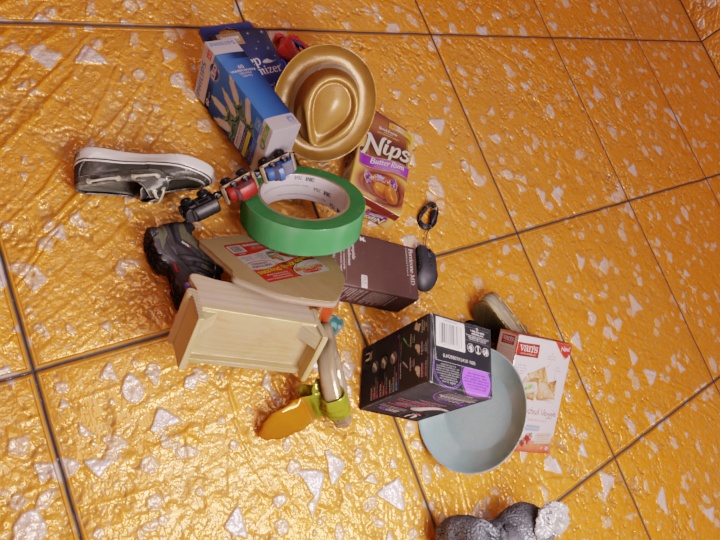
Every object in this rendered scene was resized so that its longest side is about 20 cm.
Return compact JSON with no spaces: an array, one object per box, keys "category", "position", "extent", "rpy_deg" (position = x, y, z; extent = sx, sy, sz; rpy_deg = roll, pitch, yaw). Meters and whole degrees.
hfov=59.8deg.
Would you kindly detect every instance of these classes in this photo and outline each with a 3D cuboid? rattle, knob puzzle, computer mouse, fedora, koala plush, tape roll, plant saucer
[{"category":"rattle","position":[-0.084,0.146,0.960],"extent":[0.130,0.140,0.204],"rpy_deg":[41,30,-57]},{"category":"knob puzzle","position":[-0.108,0.006,0.901],"extent":[0.214,0.031,0.221],"rpy_deg":[16,24,-7]},{"category":"computer mouse","position":[0.132,-0.051,1.197],"extent":[0.058,0.034,0.204],"rpy_deg":[23,58,-23]},{"category":"fedora","position":[-0.057,-0.275,1.067],"extent":[0.198,0.203,0.082],"rpy_deg":[26,19,-21]},{"category":"koala plush","position":[0.230,0.430,0.969],"extent":[0.197,0.178,0.186],"rpy_deg":[-22,72,-34]},{"category":"tape roll","position":[-0.091,-0.098,0.988],"extent":[0.195,0.049,0.202],"rpy_deg":[8,35,-6]},{"category":"plant saucer","position":[0.185,0.227,1.021],"extent":[0.038,0.198,0.206],"rpy_deg":[26,54,-47]}]

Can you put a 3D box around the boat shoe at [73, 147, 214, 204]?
[{"category":"boat shoe","position":[-0.311,-0.129,0.912],"extent":[0.195,0.071,0.065],"rpy_deg":[0,68,-25]}]

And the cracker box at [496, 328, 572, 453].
[{"category":"cracker box","position":[0.295,0.217,1.120],"extent":[0.131,0.057,0.205],"rpy_deg":[11,90,-27]}]

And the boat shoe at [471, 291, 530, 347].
[{"category":"boat shoe","position":[0.295,0.128,1.203],"extent":[0.066,0.073,0.202],"rpy_deg":[-40,99,-41]}]

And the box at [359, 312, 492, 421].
[{"category":"box","position":[0.098,0.157,0.975],"extent":[0.120,0.199,0.108],"rpy_deg":[18,60,-26]}]

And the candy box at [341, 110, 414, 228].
[{"category":"candy box","position":[0.031,-0.196,1.180],"extent":[0.115,0.056,0.204],"rpy_deg":[25,56,-22]}]

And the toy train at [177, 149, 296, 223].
[{"category":"toy train","position":[-0.176,-0.126,0.931],"extent":[0.198,0.035,0.046],"rpy_deg":[-31,46,-18]}]

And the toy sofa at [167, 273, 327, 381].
[{"category":"toy sofa","position":[-0.152,0.080,0.845],"extent":[0.196,0.084,0.098],"rpy_deg":[12,28,-34]}]

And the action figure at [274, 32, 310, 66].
[{"category":"action figure","position":[-0.099,-0.370,1.156],"extent":[0.201,0.065,0.051],"rpy_deg":[51,22,14]}]

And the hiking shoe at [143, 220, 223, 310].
[{"category":"hiking shoe","position":[-0.225,0.011,0.899],"extent":[0.100,0.076,0.203],"rpy_deg":[-28,86,-35]}]

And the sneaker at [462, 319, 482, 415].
[{"category":"sneaker","position":[0.208,0.177,1.110],"extent":[0.069,0.090,0.204],"rpy_deg":[26,59,-23]}]

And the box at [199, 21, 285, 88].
[{"category":"box","position":[-0.193,-0.360,1.115],"extent":[0.120,0.032,0.203],"rpy_deg":[-26,84,-39]}]

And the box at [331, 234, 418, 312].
[{"category":"box","position":[0.000,0.000,1.061],"extent":[0.196,0.075,0.103],"rpy_deg":[12,63,-31]}]

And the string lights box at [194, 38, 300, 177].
[{"category":"string lights box","position":[-0.184,-0.261,1.002],"extent":[0.058,0.103,0.201],"rpy_deg":[-24,68,-38]}]
